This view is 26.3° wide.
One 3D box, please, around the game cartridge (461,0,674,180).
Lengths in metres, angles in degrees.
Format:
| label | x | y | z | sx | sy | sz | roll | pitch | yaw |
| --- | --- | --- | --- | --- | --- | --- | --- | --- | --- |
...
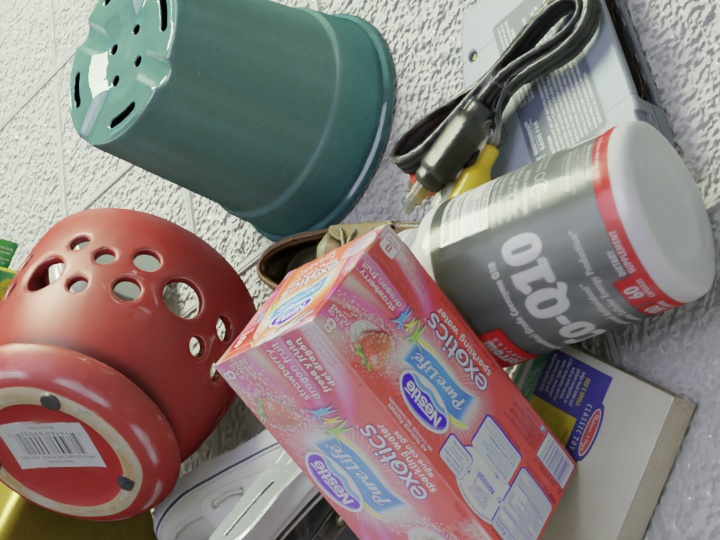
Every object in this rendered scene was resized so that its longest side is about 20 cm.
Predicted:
| label | x | y | z | sx | sy | sz | roll | pitch | yaw |
| --- | --- | --- | --- | --- | --- | --- | --- | --- | --- |
| game cartridge | 0.133 | -0.126 | 1.059 | 0.133 | 0.041 | 0.200 | -41 | 48 | 38 |

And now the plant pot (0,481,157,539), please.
| label | x | y | z | sx | sy | sz | roll | pitch | yaw |
| --- | --- | --- | --- | --- | --- | --- | --- | --- | --- |
| plant pot | -0.280 | 0.256 | 1.292 | 0.194 | 0.195 | 0.200 | 7 | 75 | 51 |

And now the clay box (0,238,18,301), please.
| label | x | y | z | sx | sy | sz | roll | pitch | yaw |
| --- | --- | --- | --- | --- | --- | --- | --- | --- | --- |
| clay box | -0.373 | 0.067 | 1.523 | 0.048 | 0.115 | 0.200 | 17 | 88 | 12 |

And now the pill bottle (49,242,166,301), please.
| label | x | y | z | sx | sy | sz | roll | pitch | yaw |
| --- | --- | --- | --- | --- | --- | --- | --- | --- | --- |
| pill bottle | -0.270 | 0.049 | 1.407 | 0.200 | 0.114 | 0.114 | -44 | 46 | 30 |

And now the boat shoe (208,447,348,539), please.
| label | x | y | z | sx | sy | sz | roll | pitch | yaw |
| --- | --- | --- | --- | --- | --- | --- | --- | --- | --- |
| boat shoe | -0.024 | 0.152 | 1.082 | 0.200 | 0.071 | 0.072 | -44 | 21 | -22 |

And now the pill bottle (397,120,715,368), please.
| label | x | y | z | sx | sy | sz | roll | pitch | yaw |
| --- | --- | --- | --- | --- | --- | --- | --- | --- | --- |
| pill bottle | 0.106 | -0.005 | 0.957 | 0.200 | 0.114 | 0.114 | -23 | 58 | 32 |

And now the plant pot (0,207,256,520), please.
| label | x | y | z | sx | sy | sz | roll | pitch | yaw |
| --- | --- | --- | --- | --- | --- | --- | --- | --- | --- |
| plant pot | -0.198 | 0.082 | 1.197 | 0.200 | 0.200 | 0.183 | -31 | 25 | 40 |

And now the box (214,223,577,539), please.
| label | x | y | z | sx | sy | sz | roll | pitch | yaw |
| --- | --- | --- | --- | --- | --- | --- | --- | --- | --- |
| box | 0.024 | 0.089 | 0.922 | 0.095 | 0.200 | 0.103 | -26 | 20 | 42 |

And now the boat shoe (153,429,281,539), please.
| label | x | y | z | sx | sy | sz | roll | pitch | yaw |
| --- | --- | --- | --- | --- | --- | --- | --- | --- | --- |
| boat shoe | -0.085 | 0.181 | 1.177 | 0.200 | 0.071 | 0.070 | -33 | 50 | 30 |

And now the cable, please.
| label | x | y | z | sx | sy | sz | roll | pitch | yaw |
| --- | --- | --- | --- | --- | --- | --- | --- | --- | --- |
| cable | 0.091 | -0.110 | 1.059 | 0.200 | 0.050 | 0.097 | -51 | 35 | 7 |

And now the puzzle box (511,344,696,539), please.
| label | x | y | z | sx | sy | sz | roll | pitch | yaw |
| --- | --- | --- | --- | --- | --- | --- | --- | --- | --- |
| puzzle box | 0.122 | 0.149 | 0.973 | 0.133 | 0.025 | 0.200 | 28 | 98 | 51 |

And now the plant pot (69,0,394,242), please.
| label | x | y | z | sx | sy | sz | roll | pitch | yaw |
| --- | --- | --- | --- | --- | --- | --- | --- | --- | --- |
| plant pot | -0.111 | -0.142 | 1.228 | 0.200 | 0.196 | 0.200 | -23 | 58 | 44 |

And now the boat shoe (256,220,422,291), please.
| label | x | y | z | sx | sy | sz | roll | pitch | yaw |
| --- | --- | --- | --- | --- | --- | --- | --- | --- | --- |
| boat shoe | 0.000 | 0.000 | 1.135 | 0.200 | 0.074 | 0.076 | -11 | 68 | 46 |
